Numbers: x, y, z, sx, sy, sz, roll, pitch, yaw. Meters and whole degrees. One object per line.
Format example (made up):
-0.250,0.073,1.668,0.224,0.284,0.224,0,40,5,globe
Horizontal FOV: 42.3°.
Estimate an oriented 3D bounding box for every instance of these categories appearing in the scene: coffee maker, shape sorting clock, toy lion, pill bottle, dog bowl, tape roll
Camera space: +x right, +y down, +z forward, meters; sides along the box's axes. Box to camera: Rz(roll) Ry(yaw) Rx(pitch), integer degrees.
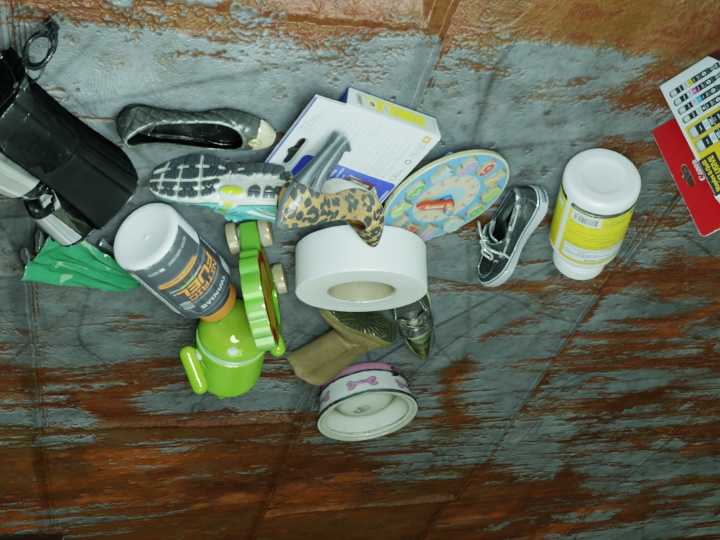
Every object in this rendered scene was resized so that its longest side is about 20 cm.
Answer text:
-0.351,-0.142,1.069,0.190,0.136,0.200,-26,144,18,coffee maker
0.123,-0.102,1.333,0.197,0.040,0.201,-17,156,-8,shape sorting clock
-0.142,0.035,1.332,0.068,0.194,0.201,-11,146,0,toy lion
-0.253,-0.001,1.324,0.105,0.107,0.200,-21,145,13,pill bottle
0.008,0.250,1.788,0.197,0.075,0.201,-9,146,-6,dog bowl
0.000,0.000,1.385,0.199,0.072,0.203,-2,162,-1,tape roll
0.345,-0.077,1.397,0.110,0.114,0.201,-9,146,-5,pill bottle

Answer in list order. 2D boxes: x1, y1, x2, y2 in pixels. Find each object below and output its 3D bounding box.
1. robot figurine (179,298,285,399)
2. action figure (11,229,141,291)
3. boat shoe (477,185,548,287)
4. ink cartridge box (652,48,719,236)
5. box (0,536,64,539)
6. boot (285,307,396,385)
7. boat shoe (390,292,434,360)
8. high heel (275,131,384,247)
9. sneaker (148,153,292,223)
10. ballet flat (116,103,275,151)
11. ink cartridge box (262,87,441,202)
-0.210,0.125,1.504,0.174,0.116,0.201,-21,151,-29,robot figurine
-0.377,-0.007,1.322,0.118,0.055,0.199,-37,145,29,action figure
0.214,-0.050,1.427,0.067,0.074,0.200,0,143,-25,boat shoe
0.478,-0.175,1.220,0.174,0.202,0.084,-32,141,25,ink cartridge box
-0.778,0.721,2.124,0.162,0.168,0.200,8,141,-28,box
-0.060,0.120,1.591,0.174,0.067,0.199,34,134,-28,boot
0.095,0.088,1.592,0.071,0.067,0.202,-15,145,5,boat shoe
-0.041,-0.061,1.202,0.071,0.143,0.201,21,152,36,high heel
-0.178,-0.094,1.203,0.197,0.078,0.080,9,143,7,sneaker
-0.201,-0.165,1.150,0.197,0.057,0.067,1,144,-19,ballet flat
-0.028,-0.153,1.237,0.198,0.048,0.198,16,138,-31,ink cartridge box
